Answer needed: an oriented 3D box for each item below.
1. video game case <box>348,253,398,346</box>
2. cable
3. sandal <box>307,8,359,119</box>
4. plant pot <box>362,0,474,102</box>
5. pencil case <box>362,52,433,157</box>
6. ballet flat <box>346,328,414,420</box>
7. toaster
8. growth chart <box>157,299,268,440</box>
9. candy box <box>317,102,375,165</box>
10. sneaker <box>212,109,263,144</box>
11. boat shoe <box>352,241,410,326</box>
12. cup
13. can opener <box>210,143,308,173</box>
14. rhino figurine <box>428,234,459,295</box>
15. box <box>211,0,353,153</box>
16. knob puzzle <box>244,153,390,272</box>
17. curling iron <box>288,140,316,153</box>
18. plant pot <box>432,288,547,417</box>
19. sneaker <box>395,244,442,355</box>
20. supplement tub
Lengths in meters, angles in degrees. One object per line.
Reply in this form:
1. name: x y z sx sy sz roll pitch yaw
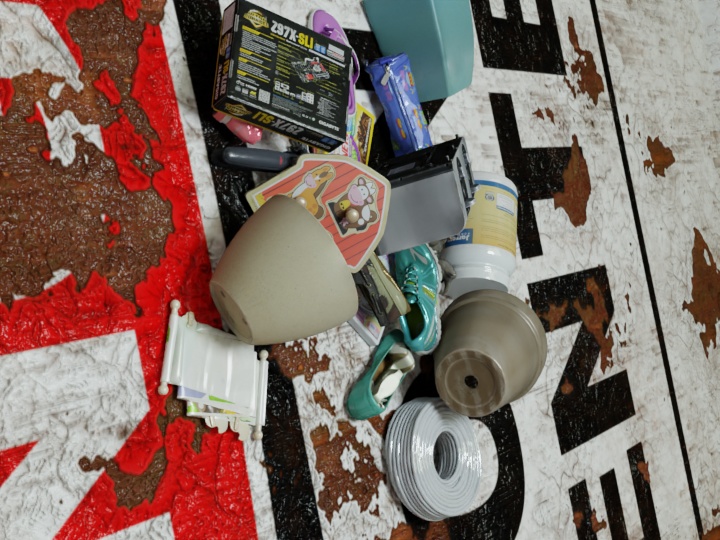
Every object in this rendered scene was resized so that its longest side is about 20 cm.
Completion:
1. video game case: 0.014 0.001 1.652 0.143 0.018 0.201 49 46 -31
2. cable: 0.122 0.309 1.663 0.199 0.069 0.203 6 76 -50
3. sandal: -0.032 -0.340 1.637 0.082 0.050 0.205 4 67 -43
4. plant pot: 0.120 -0.412 1.808 0.141 0.140 0.202 -37 116 -49
5. pencil case: 0.070 -0.278 1.748 0.087 0.077 0.202 -55 127 -78
6. ballet flat: 0.049 0.163 1.610 0.068 0.070 0.200 58 42 -20
7. toaster: 0.084 -0.120 1.599 0.181 0.198 0.120 -61 133 -67
8. growth chart: -0.192 0.142 1.359 0.199 0.018 0.146 33 57 -42
9. candy box: -0.028 -0.189 1.646 0.102 0.026 0.202 31 57 -39
10. sneaker: -0.134 -0.256 1.486 0.087 0.074 0.200 48 54 -13
11. boat shoe: 0.000 0.000 1.566 0.065 0.073 0.201 -38 98 -7
12. cup: -0.120 0.019 1.370 0.143 0.200 0.202 -34 109 -22
13. can opener: -0.130 -0.156 1.479 0.199 0.063 0.080 9 74 -50
14. rhino figurine: 0.123 -0.055 1.735 0.060 0.087 0.202 10 65 -60
15. box: -0.106 -0.274 1.436 0.198 0.049 0.162 17 64 -32
16. knob puzzle: -0.042 -0.081 1.485 0.217 0.030 0.222 -4 107 -13
17. curling iron: -0.089 -0.261 1.588 0.049 0.025 0.203 18 66 -51
18. plant pot: 0.200 0.151 1.666 0.202 0.198 0.174 70 22 -9
19. sneaker: 0.091 0.036 1.646 0.080 0.077 0.202 23 57 -63
20. supplement tub: 0.208 -0.061 1.809 0.144 0.144 0.202 26 60 -44
